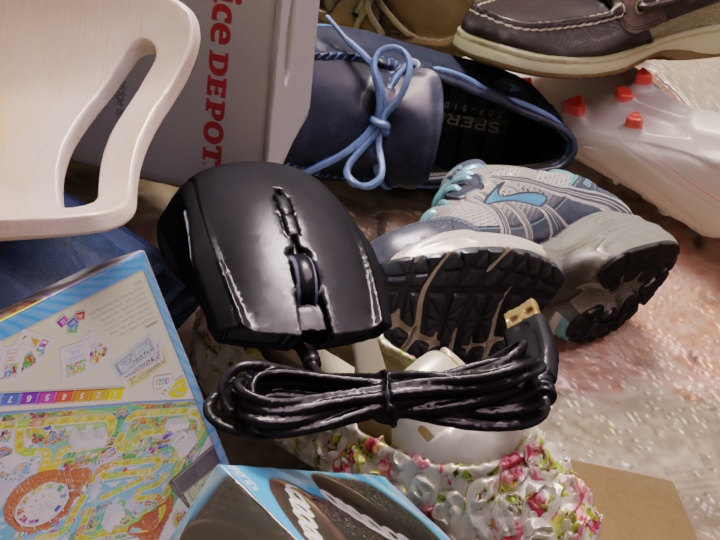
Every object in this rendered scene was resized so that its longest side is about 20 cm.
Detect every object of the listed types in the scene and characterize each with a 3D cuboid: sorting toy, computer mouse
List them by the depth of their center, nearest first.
[{"bbox_3d":[-0.158,-0.060,0.965,0.179,0.107,0.201,4,46,17],"label":"sorting toy"},{"bbox_3d":[0.000,0.000,0.970,0.140,0.046,0.200,1,25,-12],"label":"computer mouse"}]

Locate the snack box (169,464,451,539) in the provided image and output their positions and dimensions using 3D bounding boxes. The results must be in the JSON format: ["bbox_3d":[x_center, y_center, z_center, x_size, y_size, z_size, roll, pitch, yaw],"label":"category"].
[{"bbox_3d":[0.037,0.143,0.872,0.200,0.037,0.116,41,15,28],"label":"snack box"}]

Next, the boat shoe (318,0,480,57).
[{"bbox_3d":[-0.024,-0.160,1.274,0.200,0.073,0.063,30,25,10],"label":"boat shoe"}]

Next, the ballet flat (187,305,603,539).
[{"bbox_3d":[0.007,0.052,0.998,0.199,0.064,0.076,25,41,30],"label":"ballet flat"}]

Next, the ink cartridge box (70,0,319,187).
[{"bbox_3d":[-0.118,-0.126,1.070,0.199,0.146,0.083,13,34,9],"label":"ink cartridge box"}]

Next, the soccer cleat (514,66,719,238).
[{"bbox_3d":[0.154,-0.056,1.281,0.199,0.078,0.069,18,45,22],"label":"soccer cleat"}]

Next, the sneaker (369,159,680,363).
[{"bbox_3d":[0.053,-0.007,1.147,0.199,0.078,0.086,-4,43,-50],"label":"sneaker"}]

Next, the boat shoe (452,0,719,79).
[{"bbox_3d":[0.125,-0.137,1.259,0.199,0.065,0.073,-14,31,-43],"label":"boat shoe"}]

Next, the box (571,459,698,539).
[{"bbox_3d":[0.079,0.140,0.999,0.163,0.021,0.200,12,32,-22],"label":"box"}]

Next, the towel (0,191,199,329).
[{"bbox_3d":[-0.150,0.028,0.984,0.111,0.049,0.200,32,36,7],"label":"towel"}]

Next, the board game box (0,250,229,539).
[{"bbox_3d":[-0.122,0.089,0.876,0.200,0.034,0.135,-28,99,-50],"label":"board game box"}]

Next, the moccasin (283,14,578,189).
[{"bbox_3d":[0.018,-0.076,1.187,0.199,0.081,0.068,-4,20,-35],"label":"moccasin"}]
